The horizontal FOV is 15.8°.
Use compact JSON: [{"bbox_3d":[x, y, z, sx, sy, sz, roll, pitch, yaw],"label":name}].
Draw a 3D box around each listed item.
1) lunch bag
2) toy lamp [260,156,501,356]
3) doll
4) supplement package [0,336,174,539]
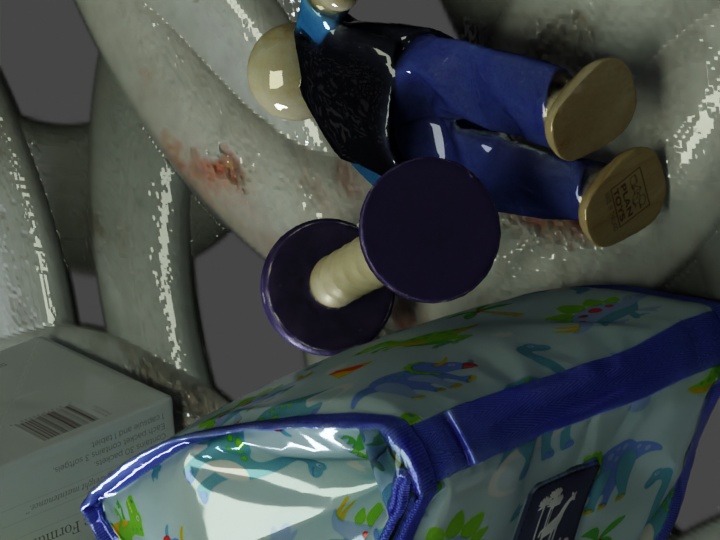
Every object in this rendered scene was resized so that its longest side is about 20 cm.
[{"bbox_3d":[0.025,0.077,0.948,0.200,0.170,0.128,-39,76,49],"label":"lunch bag"},{"bbox_3d":[0.000,0.000,0.994,0.200,0.058,0.058,151,97,-76],"label":"toy lamp"},{"bbox_3d":[0.024,-0.057,0.984,0.200,0.048,0.137,20,142,46],"label":"doll"},{"bbox_3d":[-0.156,0.152,1.248,0.109,0.113,0.201,21,123,45],"label":"supplement package"}]
